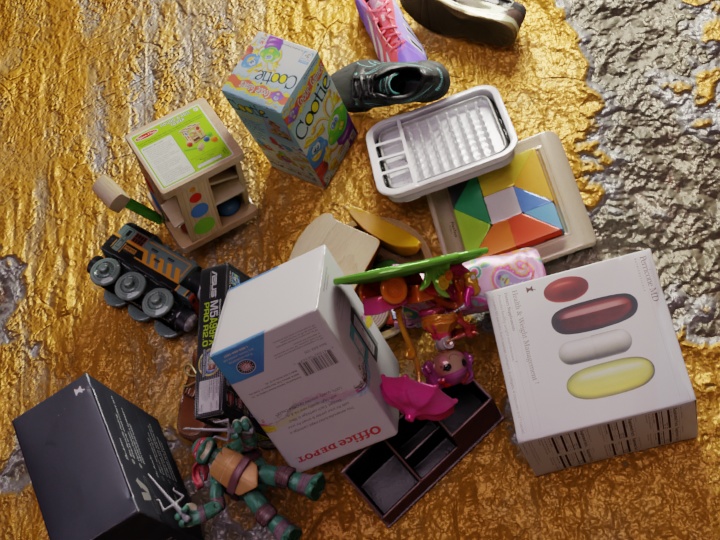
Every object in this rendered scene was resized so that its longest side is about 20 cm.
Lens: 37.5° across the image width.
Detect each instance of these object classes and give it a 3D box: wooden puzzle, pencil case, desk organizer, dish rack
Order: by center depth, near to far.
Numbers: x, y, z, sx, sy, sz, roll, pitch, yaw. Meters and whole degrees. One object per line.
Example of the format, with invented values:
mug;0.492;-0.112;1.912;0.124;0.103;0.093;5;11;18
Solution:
desk organizer;0.076;0.212;1.297;0.200;0.077;0.072;-43;61;-5
pencil case;0.135;0.023;1.342;0.198;0.088;0.088;-8;63;-1
wooden puzzle;0.195;-0.085;1.422;0.198;0.037;0.187;-18;62;8
dish rack;0.113;-0.168;1.462;0.198;0.044;0.173;-20;41;8

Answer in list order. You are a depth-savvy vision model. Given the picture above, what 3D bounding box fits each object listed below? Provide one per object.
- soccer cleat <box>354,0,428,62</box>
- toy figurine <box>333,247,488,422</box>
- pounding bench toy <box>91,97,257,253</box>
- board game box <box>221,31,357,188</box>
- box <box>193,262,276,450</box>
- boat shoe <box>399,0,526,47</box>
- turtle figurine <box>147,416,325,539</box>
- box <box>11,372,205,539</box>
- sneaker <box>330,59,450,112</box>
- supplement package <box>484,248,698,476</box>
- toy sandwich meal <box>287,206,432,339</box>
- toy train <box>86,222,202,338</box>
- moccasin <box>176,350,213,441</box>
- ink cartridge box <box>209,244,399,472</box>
soccer cleat;0.039;-0.365;1.580;0.068;0.073;0.201;-26;62;2
toy figurine;0.079;0.080;1.242;0.198;0.150;0.186;-12;91;-29
pounding bench toy;-0.265;-0.110;1.492;0.199;0.157;0.125;-29;59;-15
board game box;-0.094;-0.221;1.482;0.104;0.200;0.104;24;74;25
box;-0.146;0.112;1.364;0.044;0.160;0.202;-14;61;25
boat shoe;0.151;-0.385;1.563;0.199;0.073;0.065;26;64;22
turtle figurine;-0.146;0.242;1.262;0.199;0.101;0.151;24;101;18
box;-0.310;0.265;1.322;0.117;0.200;0.198;-31;60;1
sneaker;0.026;-0.270;1.519;0.198;0.079;0.076;-5;96;24
supplement package;0.270;0.110;1.245;0.198;0.147;0.193;-16;62;11
toy sandwich meal;0.000;0.000;1.423;0.203;0.070;0.207;-7;64;14
toy train;-0.295;0.012;1.507;0.199;0.086;0.114;27;66;26
moccasin;-0.196;0.129;1.420;0.073;0.078;0.203;17;72;23
ink cartridge box;-0.060;0.109;1.283;0.146;0.201;0.147;-23;27;16
